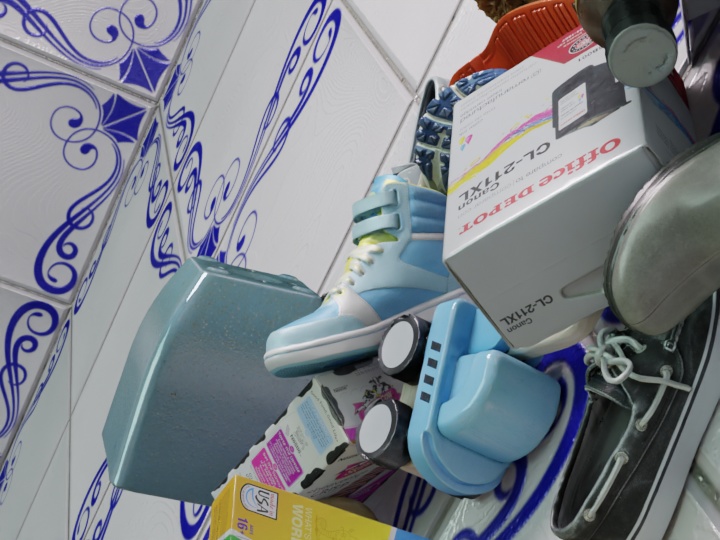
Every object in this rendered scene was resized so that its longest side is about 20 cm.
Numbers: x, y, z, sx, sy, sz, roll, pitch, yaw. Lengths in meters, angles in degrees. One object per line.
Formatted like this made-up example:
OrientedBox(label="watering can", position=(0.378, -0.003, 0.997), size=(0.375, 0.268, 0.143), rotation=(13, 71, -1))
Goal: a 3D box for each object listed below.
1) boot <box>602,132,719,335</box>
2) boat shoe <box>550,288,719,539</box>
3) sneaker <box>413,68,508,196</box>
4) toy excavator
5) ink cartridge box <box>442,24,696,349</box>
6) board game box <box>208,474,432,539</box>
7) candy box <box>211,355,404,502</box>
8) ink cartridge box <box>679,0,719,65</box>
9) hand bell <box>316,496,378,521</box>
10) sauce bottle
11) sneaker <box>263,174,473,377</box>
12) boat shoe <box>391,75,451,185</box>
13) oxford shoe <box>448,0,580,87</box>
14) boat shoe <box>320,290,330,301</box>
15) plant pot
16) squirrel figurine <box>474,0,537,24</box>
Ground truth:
OrientedBox(label="boot", position=(0.216, -0.033, 0.714), size=(0.200, 0.068, 0.131), rotation=(-48, 22, 7))
OrientedBox(label="boat shoe", position=(0.162, 0.067, 0.812), size=(0.201, 0.068, 0.074), rotation=(-69, 19, 1))
OrientedBox(label="sneaker", position=(0.088, -0.087, 1.129), size=(0.085, 0.077, 0.201), rotation=(-34, -24, -45))
OrientedBox(label="toy excavator", position=(0.109, 0.058, 0.962), size=(0.199, 0.099, 0.196), rotation=(-13, 56, 51))
OrientedBox(label="ink cartridge box", position=(0.135, -0.066, 0.884), size=(0.145, 0.083, 0.201), rotation=(-30, 26, 23))
OrientedBox(label="board game box", position=(-0.005, 0.232, 0.900), size=(0.040, 0.198, 0.154), rotation=(-52, 26, 38))
OrientedBox(label="candy box", position=(-0.017, 0.142, 1.115), size=(0.061, 0.136, 0.200), rotation=(59, 138, 19))
OrientedBox(label="ink cartridge box", position=(0.216, -0.277, 0.928), size=(0.201, 0.043, 0.200), rotation=(63, -157, -51))
OrientedBox(label="hand bell", position=(0.014, 0.258, 1.026), size=(0.200, 0.103, 0.105), rotation=(35, 104, 59))
OrientedBox(label="sauce bottle", position=(0.162, -0.177, 0.860), size=(0.065, 0.064, 0.201), rotation=(-58, 14, 30))
OrientedBox(label="sneaker", position=(0.000, 0.000, 1.066), size=(0.079, 0.198, 0.132), rotation=(-32, 77, 62))
OrientedBox(label="boat shoe", position=(0.057, -0.078, 1.239), size=(0.070, 0.071, 0.203), rotation=(-17, 54, 66))
OrientedBox(label="oxford shoe", position=(0.142, -0.175, 1.093), size=(0.072, 0.072, 0.200), rotation=(-33, 4, -28))
OrientedBox(label="boat shoe", position=(0.013, 0.061, 1.230), size=(0.072, 0.067, 0.200), rotation=(-65, 21, 6))
OrientedBox(label="plant pot", position=(-0.120, 0.099, 1.297), size=(0.196, 0.194, 0.202), rotation=(-148, 73, -75))
OrientedBox(label="squirrel figurine", position=(0.116, -0.272, 1.101), size=(0.200, 0.185, 0.143), rotation=(-35, 38, 58))
